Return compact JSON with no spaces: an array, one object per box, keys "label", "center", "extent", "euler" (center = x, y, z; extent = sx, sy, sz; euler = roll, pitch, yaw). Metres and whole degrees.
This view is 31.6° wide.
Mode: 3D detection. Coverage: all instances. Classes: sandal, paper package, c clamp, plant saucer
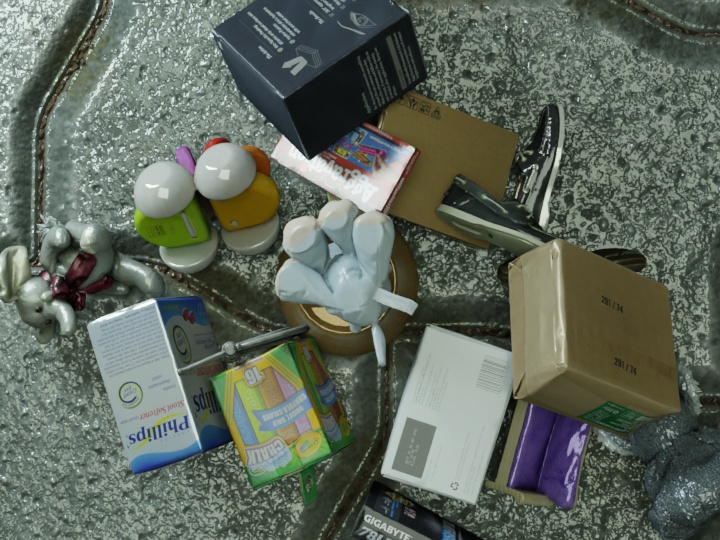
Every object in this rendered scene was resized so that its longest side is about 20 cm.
[{"label":"sandal","center":[0.283,0.007,1.702],"extent":[0.197,0.082,0.055],"euler":[-6,109,-4]},{"label":"paper package","center":[0.288,0.087,1.587],"extent":[0.198,0.103,0.193],"euler":[21,56,-29]},{"label":"c clamp","center":[-0.146,0.096,1.645],"extent":[0.169,0.200,0.027],"euler":[-19,86,-2]},{"label":"plant saucer","center":[-0.019,0.015,1.727],"extent":[0.197,0.035,0.204],"euler":[0,87,3]}]

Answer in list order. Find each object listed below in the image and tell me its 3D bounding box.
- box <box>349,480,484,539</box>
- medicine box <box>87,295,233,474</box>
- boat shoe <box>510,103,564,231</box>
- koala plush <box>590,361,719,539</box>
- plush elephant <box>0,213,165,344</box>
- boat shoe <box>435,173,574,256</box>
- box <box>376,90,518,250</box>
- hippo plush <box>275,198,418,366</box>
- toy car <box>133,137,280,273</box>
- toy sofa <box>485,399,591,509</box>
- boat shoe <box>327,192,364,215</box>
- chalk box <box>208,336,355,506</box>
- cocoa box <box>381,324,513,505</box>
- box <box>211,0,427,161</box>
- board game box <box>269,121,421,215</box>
[{"label":"box","center":[0.089,0.346,1.622],"extent":[0.196,0.200,0.050],"euler":[25,91,5]},{"label":"medicine box","center":[-0.249,0.145,1.654],"extent":[0.102,0.182,0.203],"euler":[-19,86,11]},{"label":"boat shoe","center":[0.230,-0.127,1.705],"extent":[0.059,0.074,0.203],"euler":[10,96,-1]},{"label":"koala plush","center":[0.408,0.231,1.635],"extent":[0.176,0.183,0.202],"euler":[-35,65,14]},{"label":"plush elephant","center":[-0.395,0.019,1.690],"extent":[0.198,0.165,0.156],"euler":[20,73,32]},{"label":"boat shoe","center":[0.199,-0.062,1.646],"extent":[0.198,0.072,0.068],"euler":[26,74,12]},{"label":"box","center":[0.104,-0.136,1.691],"extent":[0.198,0.021,0.166],"euler":[18,84,-21]},{"label":"hippo plush","center":[0.000,0.000,1.627],"extent":[0.199,0.161,0.161],"euler":[31,95,12]},{"label":"toy car","center":[-0.208,-0.106,1.697],"extent":[0.197,0.176,0.151],"euler":[-16,52,2]},{"label":"toy sofa","center":[0.244,0.205,1.660],"extent":[0.097,0.082,0.203],"euler":[14,88,41]},{"label":"boat shoe","center":[-0.014,-0.122,1.694],"extent":[0.071,0.076,0.202],"euler":[-21,76,-11]},{"label":"chalk box","center":[-0.092,0.205,1.669],"extent":[0.123,0.124,0.202],"euler":[-25,86,12]},{"label":"cocoa box","center":[0.117,0.185,1.662],"extent":[0.132,0.131,0.203],"euler":[17,88,3]},{"label":"box","center":[-0.053,-0.281,1.645],"extent":[0.199,0.118,0.197],"euler":[-35,49,-10]},{"label":"board game box","center":[-0.023,-0.150,1.655],"extent":[0.199,0.019,0.104],"euler":[30,93,32]}]
